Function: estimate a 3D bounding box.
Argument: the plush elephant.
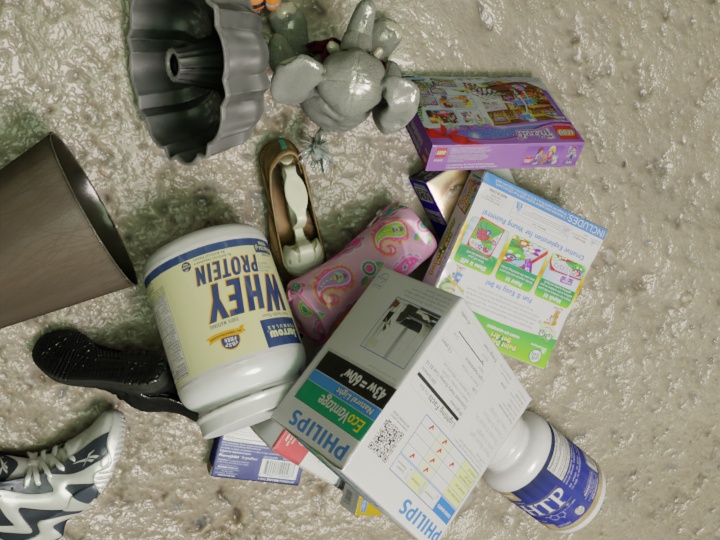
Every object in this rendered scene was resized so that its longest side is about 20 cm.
[{"bbox_3d":[-0.017,-0.215,0.808,0.163,0.155,0.203,10,81,-19],"label":"plush elephant"}]

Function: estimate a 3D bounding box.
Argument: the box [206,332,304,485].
[{"bbox_3d":[-0.112,0.169,0.954,0.120,0.032,0.202,13,98,-21],"label":"box"}]

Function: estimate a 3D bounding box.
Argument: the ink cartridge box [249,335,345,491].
[{"bbox_3d":[-0.017,0.187,0.935,0.200,0.084,0.145,40,81,-33],"label":"ink cartridge box"}]

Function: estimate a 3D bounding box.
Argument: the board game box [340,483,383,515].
[{"bbox_3d":[0.060,0.195,0.915,0.133,0.034,0.202,13,92,-37],"label":"board game box"}]

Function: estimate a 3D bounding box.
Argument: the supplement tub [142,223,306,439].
[{"bbox_3d":[-0.144,0.066,0.823,0.143,0.145,0.202,-18,78,-13],"label":"supplement tub"}]

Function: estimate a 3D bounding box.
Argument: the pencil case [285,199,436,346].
[{"bbox_3d":[0.000,0.000,0.897,0.200,0.087,0.088,-40,113,-25],"label":"pencil case"}]

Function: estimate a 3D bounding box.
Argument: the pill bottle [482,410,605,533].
[{"bbox_3d":[0.236,0.267,1.045,0.199,0.120,0.120,38,89,-21],"label":"pill bottle"}]

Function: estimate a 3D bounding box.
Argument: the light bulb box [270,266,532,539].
[{"bbox_3d":[0.050,0.144,0.787,0.201,0.124,0.199,-52,130,-15],"label":"light bulb box"}]

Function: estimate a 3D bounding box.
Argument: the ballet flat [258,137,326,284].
[{"bbox_3d":[-0.075,-0.056,0.893,0.067,0.072,0.202,-13,106,-15],"label":"ballet flat"}]

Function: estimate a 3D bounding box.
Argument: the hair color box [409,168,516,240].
[{"bbox_3d":[0.159,-0.060,0.975,0.109,0.065,0.201,-33,109,-8],"label":"hair color box"}]

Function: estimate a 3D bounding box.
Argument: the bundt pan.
[{"bbox_3d":[-0.161,-0.213,0.772,0.075,0.201,0.204,-16,109,-38],"label":"bundt pan"}]

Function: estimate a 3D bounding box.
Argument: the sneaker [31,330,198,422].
[{"bbox_3d":[-0.272,0.127,0.869,0.197,0.105,0.061,9,61,12],"label":"sneaker"}]

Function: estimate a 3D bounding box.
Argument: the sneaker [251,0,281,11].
[{"bbox_3d":[-0.134,-0.383,0.796,0.111,0.078,0.203,4,88,-5],"label":"sneaker"}]

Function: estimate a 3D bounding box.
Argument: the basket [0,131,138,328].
[{"bbox_3d":[-0.364,-0.018,0.777,0.198,0.136,0.182,-27,115,-7],"label":"basket"}]

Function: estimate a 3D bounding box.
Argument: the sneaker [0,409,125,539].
[{"bbox_3d":[-0.368,0.227,0.857,0.129,0.080,0.200,34,101,-30],"label":"sneaker"}]

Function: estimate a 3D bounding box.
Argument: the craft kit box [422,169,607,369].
[{"bbox_3d":[0.187,0.002,0.943,0.198,0.048,0.199,22,94,-22],"label":"craft kit box"}]

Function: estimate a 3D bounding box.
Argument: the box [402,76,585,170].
[{"bbox_3d":[0.152,-0.180,0.907,0.198,0.138,0.039,-4,138,-17],"label":"box"}]
